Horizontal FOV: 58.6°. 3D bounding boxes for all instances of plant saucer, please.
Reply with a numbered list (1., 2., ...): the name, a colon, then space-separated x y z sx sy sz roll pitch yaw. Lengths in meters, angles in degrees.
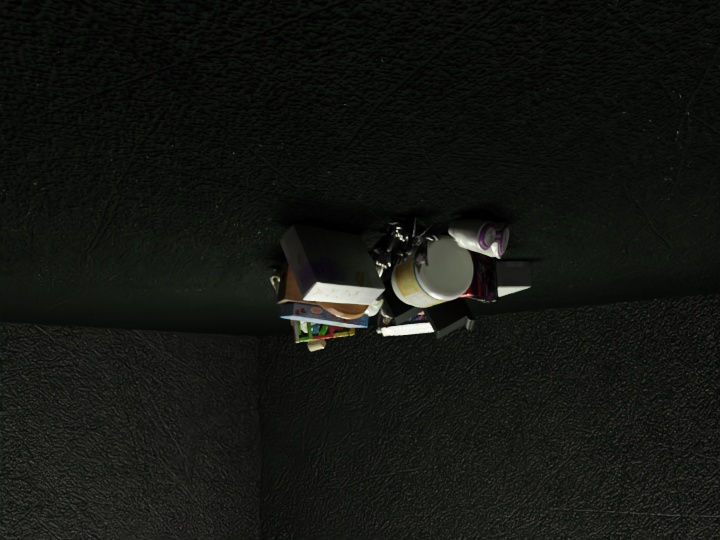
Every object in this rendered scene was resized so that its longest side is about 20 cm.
1. plant saucer: -0.051 0.010 1.385 0.197 0.203 0.037 8 138 -46

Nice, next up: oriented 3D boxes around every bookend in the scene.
1. bookend: 0.161 0.097 1.644 0.195 0.203 0.092 -28 160 -4

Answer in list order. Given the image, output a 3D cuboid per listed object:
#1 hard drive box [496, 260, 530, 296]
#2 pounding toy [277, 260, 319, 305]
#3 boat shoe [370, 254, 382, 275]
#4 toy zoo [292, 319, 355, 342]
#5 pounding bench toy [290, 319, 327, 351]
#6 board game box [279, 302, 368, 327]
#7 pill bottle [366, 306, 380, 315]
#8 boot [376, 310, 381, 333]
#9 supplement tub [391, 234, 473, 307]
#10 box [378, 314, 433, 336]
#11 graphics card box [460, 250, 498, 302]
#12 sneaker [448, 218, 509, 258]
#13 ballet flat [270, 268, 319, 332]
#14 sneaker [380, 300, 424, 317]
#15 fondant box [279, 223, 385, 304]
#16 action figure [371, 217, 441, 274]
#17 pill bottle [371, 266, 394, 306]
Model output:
1. hard drive box: 0.389 0.028 1.905 0.151 0.079 0.200 0 171 -16
2. pounding toy: -0.103 0.017 1.608 0.179 0.147 0.200 8 172 -13
3. boat shoe: 0.000 0.000 1.660 0.055 0.069 0.199 -4 175 -22
4. toy zoo: -0.087 0.114 1.727 0.195 0.135 0.020 -5 179 -19
5. pounding bench toy: -0.112 0.116 1.834 0.121 0.206 0.155 -7 -179 25
6. board game box: -0.095 0.116 1.633 0.195 0.038 0.151 9 172 -19
7. pill bottle: -0.009 0.095 2.085 0.196 0.114 0.110 -8 169 33
8. boot: 0.135 0.108 2.030 0.171 0.070 0.201 -22 -158 34
9. supplement tub: 0.161 0.007 1.501 0.141 0.149 0.200 0 170 -18
10. box: 0.163 0.094 1.902 0.194 0.203 0.050 -10 134 28
11. graphics card box: 0.291 0.010 1.619 0.050 0.129 0.198 -9 168 30
12. sneaker: 0.247 -0.076 1.329 0.098 0.077 0.199 14 180 31
13. ballet flat: -0.187 0.089 1.743 0.071 0.202 0.072 -32 172 -5
14. sneaker: 0.152 0.090 1.727 0.195 0.081 0.095 -14 -155 -16
15. fondant box: -0.055 -0.010 1.314 0.197 0.147 0.058 6 139 -45
16. action figure: 0.090 -0.046 1.308 0.116 0.105 0.200 11 169 -12
17. pill bottle: 0.082 0.045 1.808 0.197 0.116 0.111 6 168 -41
